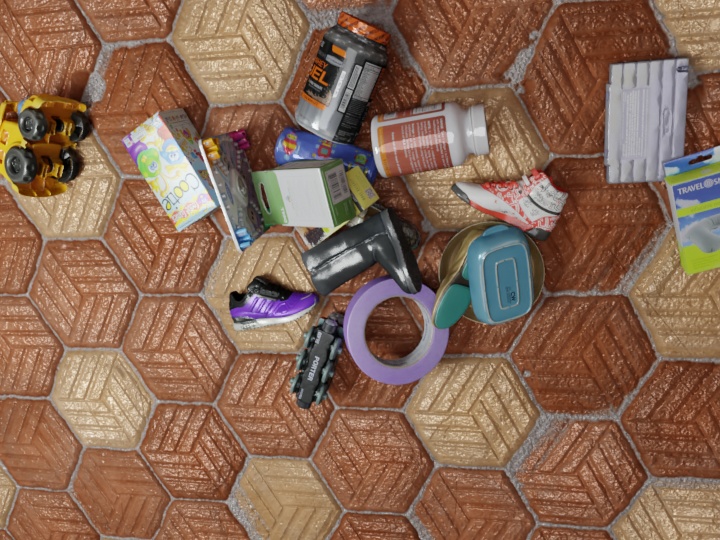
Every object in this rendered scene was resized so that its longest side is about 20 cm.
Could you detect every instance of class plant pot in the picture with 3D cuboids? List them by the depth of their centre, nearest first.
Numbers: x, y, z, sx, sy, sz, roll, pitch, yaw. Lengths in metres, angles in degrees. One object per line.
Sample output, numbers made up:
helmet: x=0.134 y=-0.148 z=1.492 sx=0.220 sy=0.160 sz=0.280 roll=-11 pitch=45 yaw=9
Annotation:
plant pot: x=0.248 y=0.003 z=1.263 sx=0.196 sy=0.028 sz=0.204 roll=4 pitch=108 yaw=12

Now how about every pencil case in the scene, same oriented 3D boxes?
pencil case: x=-0.062 y=-0.206 z=1.237 sx=0.197 sy=0.087 sz=0.079 roll=17 pitch=74 yaw=6

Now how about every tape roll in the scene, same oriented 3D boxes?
tape roll: x=0.068 y=0.113 z=1.277 sx=0.196 sy=0.066 sz=0.204 roll=-1 pitch=96 yaw=-9

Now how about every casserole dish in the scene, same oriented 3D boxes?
casserole dish: x=0.258 y=0.017 z=1.195 sx=0.119 sy=0.039 sz=0.203 roll=-16 pitch=118 yaw=-7

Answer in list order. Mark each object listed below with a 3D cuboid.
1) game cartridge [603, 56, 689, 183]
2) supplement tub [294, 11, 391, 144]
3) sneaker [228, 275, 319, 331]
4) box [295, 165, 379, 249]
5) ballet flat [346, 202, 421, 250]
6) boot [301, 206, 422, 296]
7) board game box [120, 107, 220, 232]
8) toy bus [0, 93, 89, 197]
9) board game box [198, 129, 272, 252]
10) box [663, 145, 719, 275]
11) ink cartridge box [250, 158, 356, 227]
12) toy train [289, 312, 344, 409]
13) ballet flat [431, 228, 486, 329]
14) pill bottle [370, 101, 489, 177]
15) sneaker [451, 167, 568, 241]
game cartridge: x=0.483 y=-0.252 z=1.129 sx=0.127 sy=0.038 sz=0.204 roll=1 pitch=107 yaw=16
supplement tub: x=-0.028 y=-0.336 z=1.166 sx=0.121 sy=0.123 sz=0.202 roll=26 pitch=110 yaw=3
sneaker: x=-0.184 y=0.057 z=1.351 sx=0.197 sy=0.070 sz=0.101 roll=-13 pitch=102 yaw=15
box: x=-0.051 y=-0.111 z=1.227 sx=0.076 sy=0.050 sz=0.199 roll=55 pitch=141 yaw=-1
ballet flat: x=0.023 y=-0.093 z=1.259 sx=0.198 sy=0.072 sz=0.073 roll=27 pitch=111 yaw=3
boot: x=0.000 y=-0.001 z=1.213 sx=0.198 sy=0.065 sz=0.167 roll=-25 pitch=75 yaw=23
board game box: x=-0.349 y=-0.196 z=1.288 sx=0.102 sy=0.105 sz=0.202 roll=-28 pitch=99 yaw=19
toy bus: x=-0.665 y=-0.276 z=1.332 sx=0.190 sy=0.135 sz=0.202 roll=32 pitch=110 yaw=18
board game box: x=-0.217 y=-0.154 z=1.221 sx=0.025 sy=0.200 sz=0.203 roll=-15 pitch=103 yaw=12
box: x=0.594 y=-0.101 z=1.125 sx=0.120 sy=0.048 sz=0.202 roll=-16 pitch=115 yaw=16
ink cartridge box: x=-0.104 y=-0.137 z=1.179 sx=0.198 sy=0.059 sz=0.105 roll=6 pitch=117 yaw=46
toy train: x=-0.081 y=0.180 z=1.343 sx=0.084 sy=0.114 sz=0.203 roll=21 pitch=109 yaw=9
ballet flat: x=0.187 y=0.015 z=1.231 sx=0.068 sy=0.063 sz=0.202 roll=23 pitch=106 yaw=-22
pill bottle: x=0.124 y=-0.233 z=1.170 sx=0.196 sy=0.112 sz=0.114 roll=-7 pitch=106 yaw=14
sneaker: x=0.271 y=-0.144 z=1.191 sx=0.199 sy=0.067 sz=0.109 roll=26 pitch=110 yaw=-1
